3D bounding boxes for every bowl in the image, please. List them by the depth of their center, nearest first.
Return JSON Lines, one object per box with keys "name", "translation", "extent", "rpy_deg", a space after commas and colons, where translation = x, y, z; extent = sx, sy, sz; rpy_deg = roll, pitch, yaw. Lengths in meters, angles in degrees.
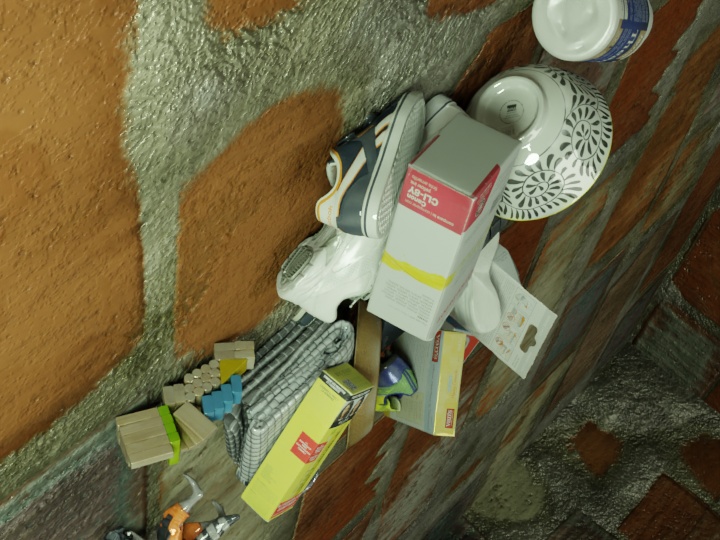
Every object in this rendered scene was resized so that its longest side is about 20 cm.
{"name": "bowl", "translation": [0.191, -0.171, 1.308], "extent": [0.202, 0.200, 0.094], "rpy_deg": [-52, 145, 3]}

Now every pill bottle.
{"name": "pill bottle", "translation": [0.301, -0.319, 1.381], "extent": [0.199, 0.111, 0.112], "rpy_deg": [-17, 141, -57]}

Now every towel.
{"name": "towel", "translation": [-0.096, 0.153, 1.379], "extent": [0.200, 0.085, 0.167], "rpy_deg": [-42, 160, -27]}

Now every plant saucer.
{"name": "plant saucer", "translation": [0.005, 0.137, 1.461], "extent": [0.200, 0.035, 0.204], "rpy_deg": [-174, -90, -89]}

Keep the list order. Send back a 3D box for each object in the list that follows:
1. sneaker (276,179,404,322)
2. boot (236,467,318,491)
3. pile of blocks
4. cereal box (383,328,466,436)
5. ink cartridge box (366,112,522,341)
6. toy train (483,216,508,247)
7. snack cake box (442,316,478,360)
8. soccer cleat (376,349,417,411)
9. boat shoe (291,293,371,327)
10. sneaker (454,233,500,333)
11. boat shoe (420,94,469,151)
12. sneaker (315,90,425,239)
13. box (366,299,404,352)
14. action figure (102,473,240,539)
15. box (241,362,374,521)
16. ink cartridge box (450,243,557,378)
{"name": "sneaker", "translation": [-0.001, -0.027, 1.230], "extent": [0.200, 0.078, 0.099], "rpy_deg": [-46, 120, 7]}
{"name": "boot", "translation": [-0.079, 0.251, 1.567], "extent": [0.200, 0.090, 0.073], "rpy_deg": [-46, 160, -14]}
{"name": "pile of blocks", "translation": [-0.181, 0.158, 1.197], "extent": [0.199, 0.082, 0.063], "rpy_deg": [-38, 157, -34]}
{"name": "cereal box", "translation": [0.090, 0.154, 1.596], "extent": [0.200, 0.039, 0.147], "rpy_deg": [-175, -88, -70]}
{"name": "ink cartridge box", "translation": [0.089, -0.046, 1.201], "extent": [0.145, 0.082, 0.202], "rpy_deg": [-49, 160, -49]}
{"name": "toy train", "translation": [0.165, -0.119, 1.425], "extent": [0.200, 0.114, 0.087], "rpy_deg": [-45, 160, -16]}
{"name": "snack cake box", "translation": [0.128, 0.129, 1.843], "extent": [0.116, 0.067, 0.200], "rpy_deg": [-55, 160, 6]}
{"name": "soccer cleat", "translation": [0.016, 0.185, 1.617], "extent": [0.065, 0.084, 0.200], "rpy_deg": [-41, 180, -36]}
{"name": "boat shoe", "translation": [0.000, 0.000, 1.320], "extent": [0.200, 0.062, 0.075], "rpy_deg": [-47, -166, -13]}
{"name": "sneaker", "translation": [0.153, -0.012, 1.610], "extent": [0.074, 0.088, 0.204], "rpy_deg": [-7, 99, -31]}
{"name": "boat shoe", "translation": [0.058, -0.110, 1.277], "extent": [0.200, 0.065, 0.072], "rpy_deg": [-49, 160, -8]}
{"name": "sneaker", "translation": [0.012, -0.121, 1.159], "extent": [0.079, 0.078, 0.202], "rpy_deg": [80, 25, -45]}
{"name": "box", "translation": [0.071, 0.010, 1.534], "extent": [0.157, 0.051, 0.201], "rpy_deg": [-39, 158, -33]}
{"name": "action figure", "translation": [-0.248, 0.357, 1.371], "extent": [0.195, 0.104, 0.201], "rpy_deg": [-55, 164, -18]}
{"name": "box", "translation": [-0.065, 0.209, 1.339], "extent": [0.201, 0.050, 0.075], "rpy_deg": [-56, 163, 15]}
{"name": "ink cartridge box", "translation": [0.210, 0.046, 1.680], "extent": [0.050, 0.199, 0.162], "rpy_deg": [-37, 156, -37]}
